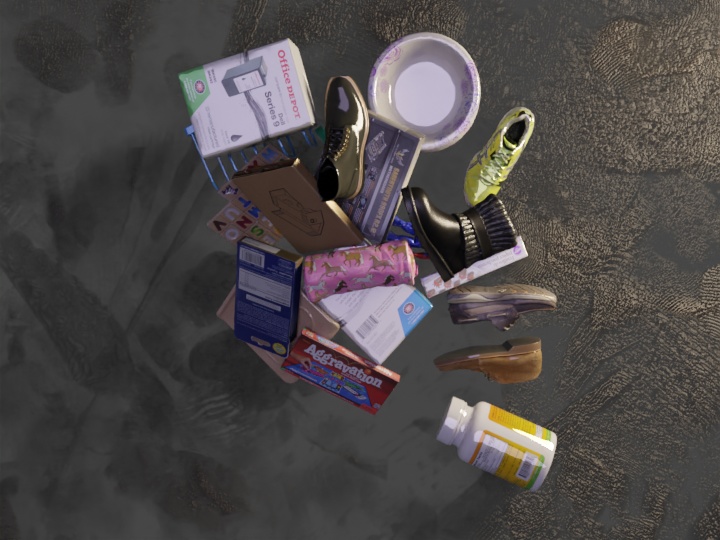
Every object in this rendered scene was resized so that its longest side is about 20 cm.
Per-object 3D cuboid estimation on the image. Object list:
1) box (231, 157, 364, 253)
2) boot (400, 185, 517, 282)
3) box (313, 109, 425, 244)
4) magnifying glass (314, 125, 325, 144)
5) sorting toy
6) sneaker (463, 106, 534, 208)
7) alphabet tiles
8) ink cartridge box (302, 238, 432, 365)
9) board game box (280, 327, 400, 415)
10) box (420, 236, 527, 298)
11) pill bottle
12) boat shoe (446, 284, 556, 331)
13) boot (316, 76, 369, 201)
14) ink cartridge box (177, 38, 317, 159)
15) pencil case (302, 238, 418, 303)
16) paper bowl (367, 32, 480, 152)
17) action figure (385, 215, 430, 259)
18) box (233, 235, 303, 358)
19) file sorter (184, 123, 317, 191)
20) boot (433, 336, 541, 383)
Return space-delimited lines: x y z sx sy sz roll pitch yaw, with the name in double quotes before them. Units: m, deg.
"box" -0.107 -0.108 1.530 0.200 0.162 0.021 49 54 -33
"boot" 0.170 -0.091 1.528 0.156 0.080 0.212 -28 128 8
"box" 0.005 -0.170 1.542 0.156 0.048 0.203 23 108 8
"magnifying glass" -0.016 -0.180 1.619 0.022 0.080 0.201 -40 98 3
"sorting toy" -0.151 0.088 1.627 0.199 0.036 0.186 41 126 3
"sneaker" 0.243 -0.203 1.582 0.074 0.076 0.203 27 96 3
"alphabet tiles" -0.176 -0.119 1.598 0.199 0.008 0.166 -40 131 18
"ink cartridge box" 0.014 0.047 1.613 0.200 0.084 0.146 44 95 4
"board game box" -0.037 0.185 1.611 0.197 0.020 0.104 27 126 -8
"box" 0.205 -0.006 1.613 0.197 0.041 0.039 -23 90 7
"pill bottle" 0.240 0.304 1.585 0.197 0.111 0.113 23 95 5
"boat shoe" 0.254 0.068 1.601 0.196 0.074 0.075 0 102 15
"boot" -0.035 -0.213 1.444 0.076 0.138 0.204 -4 100 16
"ink cartridge box" -0.185 -0.286 1.482 0.196 0.084 0.149 -16 95 6
"pencil case" 0.000 0.000 1.527 0.196 0.087 0.085 -11 92 7
"paper bowl" 0.114 -0.312 1.577 0.196 0.104 0.205 1 94 7
"action figure" 0.100 -0.059 1.609 0.197 0.052 0.067 18 96 -8
"box" -0.166 0.049 1.571 0.119 0.032 0.203 19 121 19
"file sorter" -0.189 -0.240 1.600 0.197 0.139 0.124 -26 93 7
"boot" 0.232 0.173 1.605 0.196 0.074 0.077 -7 101 4
